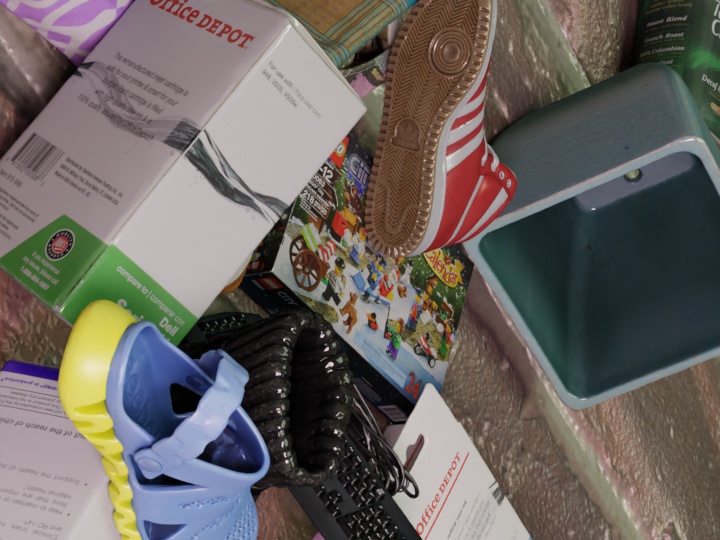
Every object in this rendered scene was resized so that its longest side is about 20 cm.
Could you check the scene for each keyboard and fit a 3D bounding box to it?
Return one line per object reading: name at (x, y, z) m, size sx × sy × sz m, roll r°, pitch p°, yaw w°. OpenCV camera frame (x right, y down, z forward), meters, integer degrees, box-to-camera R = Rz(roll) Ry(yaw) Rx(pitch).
keyboard at (-0.024, 0.096, 1.229) m, size 0.104 × 0.040 × 0.200 m, roll -8°, pitch 56°, yaw -54°

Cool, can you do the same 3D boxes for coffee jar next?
coffee jar at (0.294, -0.203, 1.744) m, size 0.104 × 0.085 × 0.201 m, roll 32°, pitch 59°, yaw -45°

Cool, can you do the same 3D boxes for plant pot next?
plant pot at (0.208, -0.050, 1.524) m, size 0.196 × 0.195 × 0.200 m, roll 56°, pitch 22°, yaw -30°

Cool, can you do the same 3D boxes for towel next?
towel at (-0.038, -0.207, 1.293) m, size 0.146 × 0.022 × 0.200 m, roll 36°, pitch 43°, yaw 8°

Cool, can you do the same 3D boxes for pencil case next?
pencil case at (-0.179, -0.169, 1.127) m, size 0.086 × 0.084 × 0.200 m, roll -51°, pitch 129°, yaw 0°

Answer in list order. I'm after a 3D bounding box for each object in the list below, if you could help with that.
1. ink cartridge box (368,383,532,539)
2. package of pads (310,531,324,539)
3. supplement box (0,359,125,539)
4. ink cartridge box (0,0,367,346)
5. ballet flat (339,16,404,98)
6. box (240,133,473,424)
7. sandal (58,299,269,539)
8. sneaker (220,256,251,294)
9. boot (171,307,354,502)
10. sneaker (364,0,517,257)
ink cartridge box at (0.049, 0.189, 1.368) m, size 0.200 × 0.068 × 0.116 m, roll 58°, pitch 43°, yaw -29°
package of pads at (-0.042, 0.261, 1.200) m, size 0.200 × 0.075 × 0.121 m, roll -47°, pitch 150°, yaw -45°
supplement box at (-0.179, 0.160, 1.027) m, size 0.102 × 0.103 × 0.201 m, roll 76°, pitch 31°, yaw -44°
ink cartridge box at (-0.113, -0.059, 1.074) m, size 0.200 × 0.146 × 0.083 m, roll -51°, pitch 130°, yaw -6°
ballet flat at (-0.010, -0.154, 1.326) m, size 0.200 × 0.069 × 0.072 m, roll -46°, pitch 149°, yaw -55°
box at (0.000, 0.000, 1.362) m, size 0.200 × 0.038 × 0.137 m, roll 44°, pitch 51°, yaw -39°
sandal at (-0.085, 0.098, 0.992) m, size 0.200 × 0.087 × 0.080 m, roll 69°, pitch 36°, yaw -51°
sneaker at (-0.097, -0.078, 1.245) m, size 0.085 × 0.072 × 0.201 m, roll 87°, pitch 5°, yaw -64°
boot at (-0.074, 0.134, 1.140) m, size 0.079 × 0.157 × 0.213 m, roll -9°, pitch 90°, yaw -56°
sneaker at (0.069, -0.108, 1.352) m, size 0.112 × 0.071 × 0.201 m, roll -5°, pitch 114°, yaw -56°
